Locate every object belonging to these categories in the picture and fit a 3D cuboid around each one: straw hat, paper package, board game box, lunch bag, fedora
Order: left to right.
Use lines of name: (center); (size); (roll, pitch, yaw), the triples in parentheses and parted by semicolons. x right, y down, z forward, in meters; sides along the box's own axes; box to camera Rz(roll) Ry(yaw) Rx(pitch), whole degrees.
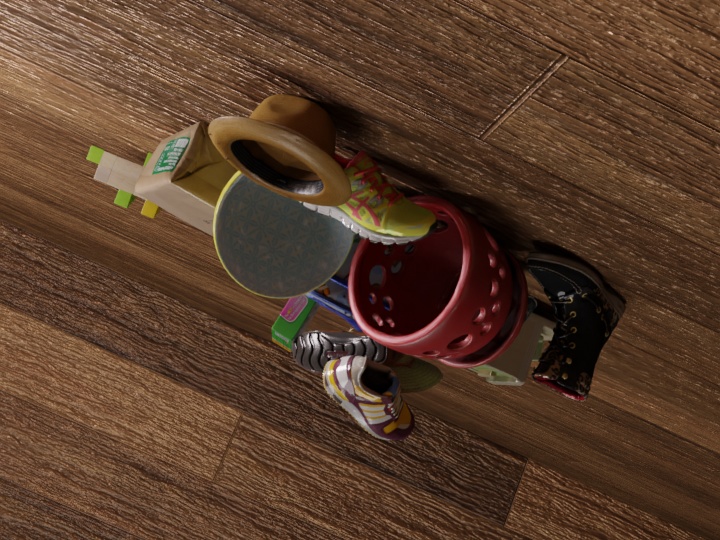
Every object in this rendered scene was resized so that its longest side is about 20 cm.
paper package: (-0.220, -0.125, 1.553); (0.189, 0.105, 0.199); (29, 168, -24)
fedora: (-0.084, -0.152, 1.220); (0.199, 0.083, 0.201); (23, 165, 7)
board game box: (-0.080, 0.034, 1.726); (0.040, 0.201, 0.153); (31, 168, 2)
lunch bag: (0.000, 0.000, 1.534); (0.198, 0.162, 0.075); (28, 167, -19)
straw hat: (0.047, 0.126, 1.690); (0.198, 0.086, 0.201); (7, -166, -2)

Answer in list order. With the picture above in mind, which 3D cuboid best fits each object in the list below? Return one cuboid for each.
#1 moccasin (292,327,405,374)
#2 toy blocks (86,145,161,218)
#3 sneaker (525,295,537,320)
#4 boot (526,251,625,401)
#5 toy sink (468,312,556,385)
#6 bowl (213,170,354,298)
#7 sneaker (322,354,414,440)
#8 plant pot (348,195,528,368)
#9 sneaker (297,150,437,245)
moccasin: (-0.020, 0.123, 1.610); (0.199, 0.075, 0.077); (-11, 169, 32)
toy blocks: (-0.366, -0.147, 1.793); (0.198, 0.101, 0.137); (21, 179, 7)
sneaker: (0.182, 0.020, 1.493); (0.067, 0.089, 0.201); (55, 179, -44)
boot: (0.270, 0.075, 1.370); (0.073, 0.152, 0.199); (10, 162, 45)
toy sink: (0.213, 0.114, 1.637); (0.198, 0.113, 0.130); (23, 170, -14)
bowl: (-0.114, -0.072, 1.427); (0.199, 0.202, 0.108); (28, -175, -24)
sneaker: (0.034, 0.194, 1.545); (0.089, 0.076, 0.200); (-16, 139, 39)
plant pot: (0.112, 0.022, 1.359); (0.199, 0.203, 0.182); (11, 173, 43)
sneaker: (0.007, -0.099, 1.278); (0.198, 0.091, 0.078); (23, -149, 19)
